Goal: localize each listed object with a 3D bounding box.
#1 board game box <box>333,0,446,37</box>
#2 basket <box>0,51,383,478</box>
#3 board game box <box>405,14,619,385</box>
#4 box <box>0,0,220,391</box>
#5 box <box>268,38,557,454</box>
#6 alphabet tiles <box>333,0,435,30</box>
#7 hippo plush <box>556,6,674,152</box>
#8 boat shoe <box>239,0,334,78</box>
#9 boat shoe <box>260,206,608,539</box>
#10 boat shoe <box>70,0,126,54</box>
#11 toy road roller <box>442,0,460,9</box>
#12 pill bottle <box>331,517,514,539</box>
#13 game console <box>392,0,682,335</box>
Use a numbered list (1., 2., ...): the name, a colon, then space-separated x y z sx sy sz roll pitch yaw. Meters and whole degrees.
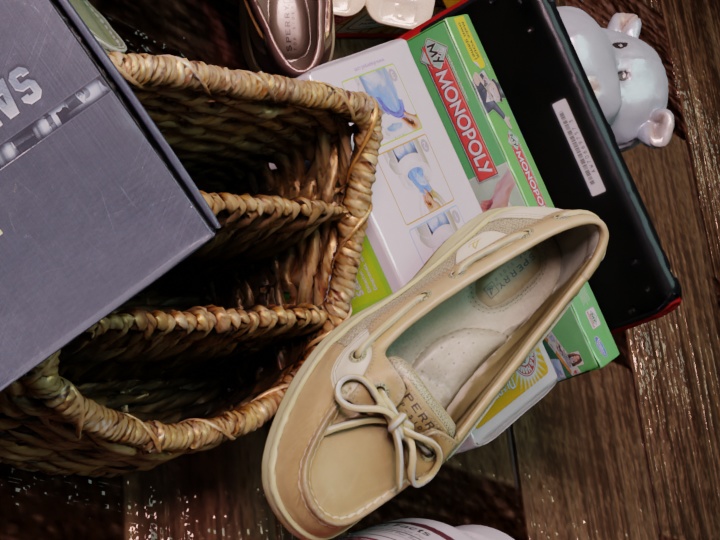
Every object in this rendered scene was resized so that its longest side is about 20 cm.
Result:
1. board game box: 0.002 -0.226 1.062 0.200 0.046 0.152 -11 78 -56
2. basket: -0.082 0.005 0.713 0.200 0.149 0.143 3 67 -54
3. board game box: 0.042 -0.020 0.911 0.029 0.134 0.201 -23 90 -56
4. box: -0.173 -0.023 0.576 0.158 0.200 0.051 56 -4 -15
5. box: 0.000 0.000 0.859 0.101 0.112 0.201 -29 94 -55
6. alphabet tiles: -0.002 -0.244 0.955 0.015 0.199 0.197 -142 -118 -84
7. hippo plush: 0.113 -0.073 1.017 0.200 0.160 0.160 23 52 -45
8. boat shoe: -0.048 -0.200 0.910 0.072 0.072 0.201 -151 -125 -84
9. boat shoe: 0.036 0.042 0.752 0.201 0.063 0.073 -42 107 -26
10. boat shoe: -0.167 -0.149 0.713 0.200 0.062 0.072 44 13 0
11. toy road roller: 0.082 -0.270 1.049 0.146 0.122 0.201 -66 132 -73
12. pill bottle: 0.005 0.177 0.757 0.200 0.113 0.113 -6 74 -55
13. game console: 0.069 -0.044 0.924 0.031 0.177 0.201 -24 90 -55
